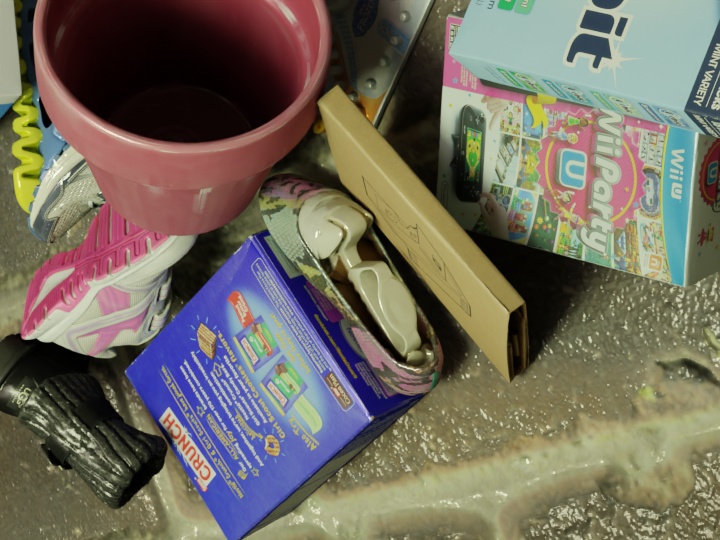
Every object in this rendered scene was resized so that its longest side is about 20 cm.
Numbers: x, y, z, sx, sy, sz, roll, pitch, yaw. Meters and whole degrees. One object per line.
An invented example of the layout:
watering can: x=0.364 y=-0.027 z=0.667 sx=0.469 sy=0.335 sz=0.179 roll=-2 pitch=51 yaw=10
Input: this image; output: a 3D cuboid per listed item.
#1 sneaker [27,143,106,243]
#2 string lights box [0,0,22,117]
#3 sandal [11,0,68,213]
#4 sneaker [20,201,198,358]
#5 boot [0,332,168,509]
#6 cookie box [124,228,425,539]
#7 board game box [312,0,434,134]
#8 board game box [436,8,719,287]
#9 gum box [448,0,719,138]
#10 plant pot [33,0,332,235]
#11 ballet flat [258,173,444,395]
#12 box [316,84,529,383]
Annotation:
sneaker: x=-0.176 y=-0.083 z=1.499 sx=0.200 sy=0.077 sz=0.085 roll=-44 pitch=87 yaw=12
string lights box: x=-0.329 y=-0.169 z=1.578 sx=0.200 sy=0.059 sz=0.103 roll=159 pitch=107 yaw=-67
sandal: x=-0.243 y=-0.149 z=1.580 sx=0.087 sy=0.079 sz=0.200 roll=-6 pitch=92 yaw=3
sneaker: x=-0.179 y=0.005 z=1.497 sx=0.200 sy=0.088 sz=0.081 roll=-33 pitch=41 yaw=42
boot: x=-0.225 y=0.118 z=1.581 sx=0.158 sy=0.211 sz=0.079 roll=34 pitch=99 yaw=3
cookie box: x=-0.071 y=0.086 z=1.489 sx=0.200 sy=0.075 sz=0.171 roll=-44 pitch=74 yaw=39
board game box: x=-0.039 y=-0.216 z=1.409 sx=0.200 sy=0.026 sz=0.200 roll=41 pitch=125 yaw=24
board game box: x=0.148 y=-0.087 z=1.266 sx=0.200 sy=0.064 sz=0.148 roll=16 pitch=113 yaw=36
gum box: x=0.174 y=-0.181 z=1.178 sx=0.200 sy=0.045 sz=0.170 roll=18 pitch=82 yaw=35
plant pot: x=-0.126 y=-0.122 z=1.359 sx=0.200 sy=0.200 sz=0.179 roll=50 pitch=158 yaw=18
ballet flat: x=0.000 y=0.000 z=1.404 sx=0.200 sy=0.069 sz=0.071 roll=55 pitch=157 yaw=10
box: x=0.045 y=-0.023 z=1.328 sx=0.200 sy=0.021 sz=0.164 roll=51 pitch=173 yaw=18
